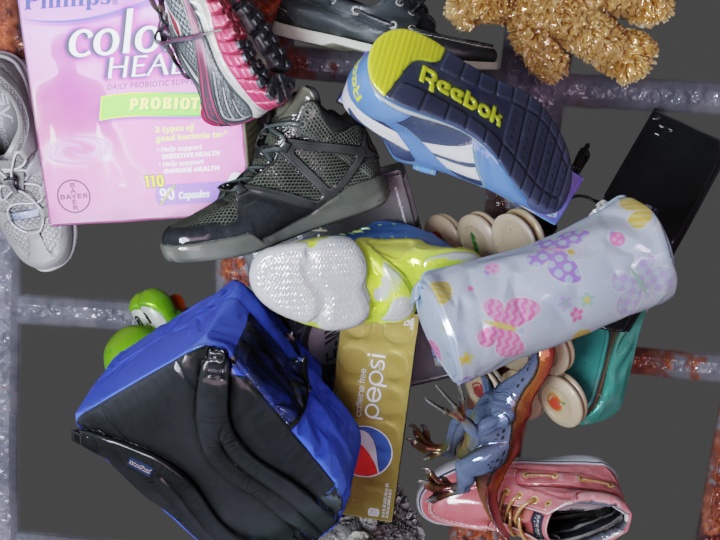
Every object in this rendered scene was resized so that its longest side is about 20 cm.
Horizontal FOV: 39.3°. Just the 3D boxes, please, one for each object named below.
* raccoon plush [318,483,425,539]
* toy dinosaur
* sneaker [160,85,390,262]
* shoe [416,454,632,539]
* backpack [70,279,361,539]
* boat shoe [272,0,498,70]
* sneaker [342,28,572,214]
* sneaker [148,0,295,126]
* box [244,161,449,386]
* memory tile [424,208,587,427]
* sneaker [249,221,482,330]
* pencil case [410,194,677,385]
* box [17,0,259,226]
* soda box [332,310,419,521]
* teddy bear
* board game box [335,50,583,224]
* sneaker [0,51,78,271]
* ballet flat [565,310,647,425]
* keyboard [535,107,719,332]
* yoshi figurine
[{"bbox_3d":[0.032,0.273,0.953,0.200,0.134,0.097,27,102,-6],"label":"raccoon plush"},{"bbox_3d":[0.119,0.119,0.878,0.200,0.105,0.181,35,121,-28],"label":"toy dinosaur"},{"bbox_3d":[-0.077,-0.079,0.804,0.199,0.076,0.114,-23,109,-21],"label":"sneaker"},{"bbox_3d":[0.154,0.224,0.962,0.200,0.091,0.072,-5,104,2],"label":"shoe"},{"bbox_3d":[-0.091,0.121,0.817,0.162,0.168,0.200,-29,109,28],"label":"backpack"},{"bbox_3d":[0.023,-0.212,0.852,0.199,0.074,0.066,15,102,19],"label":"boat shoe"},{"bbox_3d":[0.074,-0.105,0.755,0.200,0.082,0.074,31,65,-22],"label":"sneaker"},{"bbox_3d":[-0.130,-0.204,0.766,0.075,0.081,0.200,-22,98,30],"label":"sneaker"},{"bbox_3d":[-0.012,0.017,0.929,0.160,0.044,0.200,-13,104,10],"label":"box"},{"bbox_3d":[0.125,0.043,0.896,0.017,0.153,0.200,-25,105,-32],"label":"memory tile"},{"bbox_3d":[0.000,0.000,0.834,0.200,0.105,0.076,5,107,-19],"label":"sneaker"},{"bbox_3d":[0.142,0.014,0.778,0.200,0.083,0.091,-22,97,-8],"label":"pencil case"},{"bbox_3d":[-0.182,-0.148,0.868,0.176,0.097,0.200,-3,104,2],"label":"box"},{"bbox_3d":[0.009,0.117,0.899,0.068,0.064,0.200,8,106,4],"label":"soda box"},{"bbox_3d":[0.172,-0.231,0.857,0.200,0.067,0.145,34,100,-8],"label":"teddy bear"},{"bbox_3d":[0.077,-0.113,0.853,0.200,0.134,0.045,29,97,-6],"label":"board game box"},{"bbox_3d":[-0.312,-0.090,0.892,0.075,0.082,0.200,-15,104,5],"label":"sneaker"},{"bbox_3d":[0.230,0.046,0.926,0.067,0.070,0.200,13,81,39],"label":"ballet flat"},{"bbox_3d":[0.226,-0.052,0.899,0.127,0.021,0.200,30,86,16],"label":"keyboard"},{"bbox_3d":[-0.167,0.116,0.934,0.112,0.112,0.200,-31,99,15],"label":"yoshi figurine"}]
